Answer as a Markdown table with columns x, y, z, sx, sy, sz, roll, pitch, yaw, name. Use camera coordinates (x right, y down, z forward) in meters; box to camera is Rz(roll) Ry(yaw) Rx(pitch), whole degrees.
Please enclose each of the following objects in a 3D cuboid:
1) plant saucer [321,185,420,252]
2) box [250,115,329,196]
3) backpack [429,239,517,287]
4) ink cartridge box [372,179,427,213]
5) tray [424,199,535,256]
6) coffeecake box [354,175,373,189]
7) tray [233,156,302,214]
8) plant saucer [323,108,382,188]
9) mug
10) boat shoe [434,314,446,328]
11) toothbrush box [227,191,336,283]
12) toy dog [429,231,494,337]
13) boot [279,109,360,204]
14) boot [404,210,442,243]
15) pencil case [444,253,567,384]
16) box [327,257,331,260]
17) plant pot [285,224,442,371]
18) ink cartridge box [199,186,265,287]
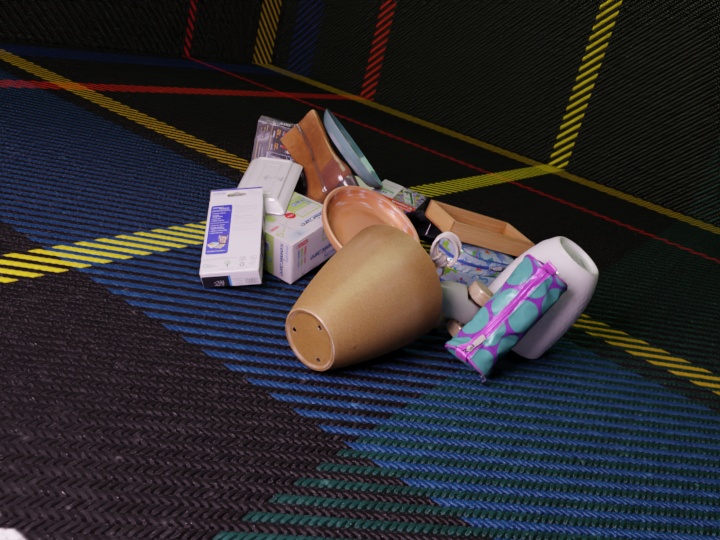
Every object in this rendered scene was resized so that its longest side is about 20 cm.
| x | y | z | sx | sy | sz | roll | pitch | yaw | name |
| --- | --- | --- | --- | --- | --- | --- | --- | --- | --- |
| 0.015 | -0.065 | 1.292 | 0.197 | 0.038 | 0.203 | 21 | 43 | -20 | plant saucer |
| -0.160 | -0.213 | 1.563 | 0.154 | 0.204 | 0.050 | 12 | 23 | -4 | box |
| 0.217 | 0.004 | 1.391 | 0.196 | 0.157 | 0.164 | -7 | 33 | -16 | backpack |
| 0.066 | -0.132 | 1.542 | 0.107 | 0.051 | 0.200 | 23 | 25 | 10 | ink cartridge box |
| 0.226 | -0.076 | 1.369 | 0.197 | 0.038 | 0.099 | 14 | 22 | -31 | tray |
| 0.013 | -0.157 | 1.722 | 0.150 | 0.074 | 0.201 | 15 | 20 | -5 | coffeecake box |
| -0.176 | -0.167 | 1.368 | 0.105 | 0.023 | 0.201 | 8 | 34 | 2 | tray |
| -0.020 | -0.251 | 1.531 | 0.201 | 0.027 | 0.201 | 52 | 10 | -13 | plant saucer |
| 0.312 | 0.022 | 1.250 | 0.146 | 0.176 | 0.201 | 32 | 29 | -14 | mug |
| 0.086 | 0.031 | 1.294 | 0.068 | 0.075 | 0.200 | 11 | 21 | -27 | boat shoe |
| -0.155 | -0.078 | 1.339 | 0.198 | 0.088 | 0.145 | 28 | 41 | 27 | toothbrush box |
| 0.130 | 0.025 | 1.178 | 0.201 | 0.131 | 0.097 | 54 | 5 | -22 | toy dog |
| -0.114 | -0.191 | 1.470 | 0.068 | 0.188 | 0.202 | -12 | 66 | -57 | boot |
| 0.154 | -0.067 | 1.493 | 0.197 | 0.067 | 0.163 | 13 | -10 | -39 | boot |
| 0.225 | 0.071 | 1.114 | 0.085 | 0.200 | 0.092 | 42 | 0 | 17 | pencil case |
| -0.019 | -0.061 | 1.473 | 0.115 | 0.049 | 0.199 | 15 | 17 | 25 | box |
| -0.010 | 0.055 | 1.049 | 0.184 | 0.190 | 0.199 | 27 | 37 | 30 | plant pot |
| -0.211 | -0.059 | 1.222 | 0.097 | 0.040 | 0.203 | -4 | 48 | 2 | ink cartridge box |
